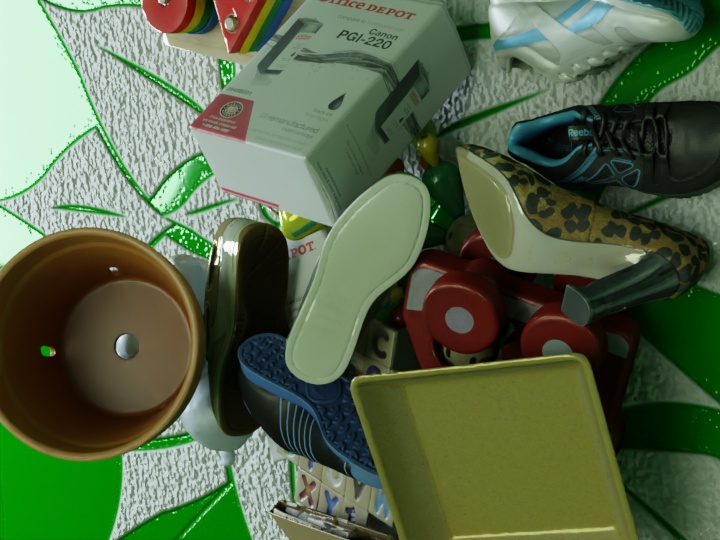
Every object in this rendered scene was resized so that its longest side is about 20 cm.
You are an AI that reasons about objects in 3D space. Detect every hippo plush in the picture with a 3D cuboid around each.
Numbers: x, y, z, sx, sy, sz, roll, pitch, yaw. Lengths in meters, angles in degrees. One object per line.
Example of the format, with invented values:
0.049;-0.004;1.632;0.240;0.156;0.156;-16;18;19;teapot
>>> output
-0.156;0.090;1.630;0.161;0.200;0.160;32;139;26;hippo plush

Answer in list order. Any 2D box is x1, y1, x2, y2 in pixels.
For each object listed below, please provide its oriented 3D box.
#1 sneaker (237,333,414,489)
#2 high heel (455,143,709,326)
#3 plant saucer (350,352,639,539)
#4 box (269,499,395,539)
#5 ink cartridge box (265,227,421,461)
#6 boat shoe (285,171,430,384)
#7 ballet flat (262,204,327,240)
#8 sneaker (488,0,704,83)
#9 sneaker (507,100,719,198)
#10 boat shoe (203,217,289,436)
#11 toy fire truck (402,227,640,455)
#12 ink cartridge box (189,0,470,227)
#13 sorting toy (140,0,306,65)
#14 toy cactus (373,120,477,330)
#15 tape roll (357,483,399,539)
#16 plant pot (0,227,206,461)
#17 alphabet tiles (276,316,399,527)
-0.029;0.133;1.457;0.200;0.070;0.078;38;146;33;sneaker
0.173;-0.043;1.344;0.200;0.142;0.072;52;145;31;high heel
0.113;0.152;1.341;0.200;0.048;0.200;-8;112;26;plant saucer
0.020;0.290;1.508;0.163;0.021;0.200;7;137;52;box
-0.033;0.060;1.571;0.145;0.084;0.200;-20;83;42;ink cartridge box
-0.003;-0.001;1.399;0.072;0.060;0.202;26;114;-6;boat shoe
-0.066;-0.090;1.535;0.067;0.067;0.200;-43;32;13;ballet flat
0.186;-0.190;1.348;0.200;0.076;0.081;12;113;47;sneaker
0.206;-0.095;1.325;0.200;0.082;0.073;-5;78;41;sneaker
-0.107;0.048;1.539;0.066;0.074;0.201;26;112;51;boat shoe
0.127;0.067;1.390;0.200;0.112;0.168;18;124;15;toy fire truck
-0.023;-0.146;1.451;0.145;0.200;0.085;18;146;39;ink cartridge box
-0.125;-0.295;1.613;0.200;0.070;0.199;18;108;39;sorting toy
0.060;-0.036;1.466;0.165;0.102;0.200;9;78;23;toy cactus
0.084;0.241;1.479;0.202;0.037;0.203;22;130;28;tape roll
-0.224;0.066;1.521;0.200;0.140;0.201;-1;87;9;plant pot
-0.015;0.129;1.487;0.166;0.006;0.201;27;116;45;alphabet tiles
